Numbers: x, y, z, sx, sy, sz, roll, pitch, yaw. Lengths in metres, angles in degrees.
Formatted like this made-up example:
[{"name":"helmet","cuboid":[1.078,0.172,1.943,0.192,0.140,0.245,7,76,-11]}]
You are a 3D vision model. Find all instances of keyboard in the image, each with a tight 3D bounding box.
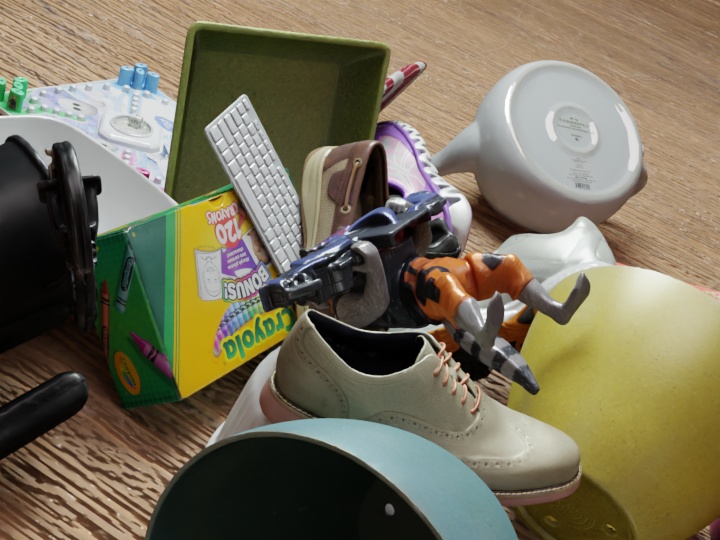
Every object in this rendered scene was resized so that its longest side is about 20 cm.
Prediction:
[{"name":"keyboard","cuboid":[-0.056,-0.031,0.911,0.011,0.201,0.056,-12,26,32]}]

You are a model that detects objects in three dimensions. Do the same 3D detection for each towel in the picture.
[{"name":"towel","cuboid":[-0.018,-0.146,1.203,0.023,0.144,0.200,50,30,-1]}]

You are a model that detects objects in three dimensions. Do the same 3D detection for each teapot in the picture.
[{"name":"teapot","cuboid":[0.196,-0.115,1.302,0.200,0.146,0.197,45,57,2]}]

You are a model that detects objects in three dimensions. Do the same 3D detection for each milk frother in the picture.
[{"name":"milk frother","cuboid":[-0.239,0.008,0.668,0.187,0.201,0.181,-28,66,-25]}]

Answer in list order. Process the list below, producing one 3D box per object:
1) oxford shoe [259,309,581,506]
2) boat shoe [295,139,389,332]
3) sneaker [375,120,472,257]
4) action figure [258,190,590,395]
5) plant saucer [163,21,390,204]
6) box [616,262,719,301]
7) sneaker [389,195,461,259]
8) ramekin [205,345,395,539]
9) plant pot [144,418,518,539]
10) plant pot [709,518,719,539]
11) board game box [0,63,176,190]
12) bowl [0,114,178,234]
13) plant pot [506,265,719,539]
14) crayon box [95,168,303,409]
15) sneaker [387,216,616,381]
[{"name":"oxford shoe","cuboid":[0.044,0.081,0.709,0.198,0.074,0.071,16,28,-9]},{"name":"boat shoe","cuboid":[0.000,0.000,0.912,0.072,0.202,0.072,-10,-15,36]},{"name":"sneaker","cuboid":[0.028,-0.083,1.195,0.088,0.081,0.200,-4,37,-26]},{"name":"action figure","cuboid":[0.024,0.022,0.805,0.192,0.105,0.199,12,28,38]},{"name":"plant saucer","cuboid":[-0.083,-0.108,1.040,0.198,0.202,0.048,-1,20,-36]},{"name":"box","cuboid":[0.244,0.063,1.059,0.198,0.095,0.103,15,27,-11]},{"name":"sneaker","cuboid":[-0.013,-0.020,1.011,0.198,0.112,0.077,14,28,-12]},{"name":"ramekin","cuboid":[0.002,0.123,0.787,0.201,0.095,0.203,16,28,-9]},{"name":"plant pot","cuboid":[0.008,0.162,0.618,0.199,0.201,0.134,34,25,23]},{"name":"plant pot","cuboid":[0.385,0.162,0.893,0.198,0.180,0.200,17,27,-9]},{"name":"board game box","cuboid":[-0.220,-0.139,1.171,0.199,0.026,0.199,36,31,25]},{"name":"bowl","cuboid":[-0.252,-0.037,0.916,0.199,0.075,0.199,36,32,25]},{"name":"plant pot","cuboid":[0.179,0.119,0.846,0.199,0.201,0.142,30,54,17]},{"name":"crayon box","cuboid":[-0.109,0.008,0.882,0.058,0.120,0.200,-12,10,33]},{"name":"sneaker","cuboid":[0.112,0.022,0.974,0.198,0.076,0.092,-18,46,10]}]
